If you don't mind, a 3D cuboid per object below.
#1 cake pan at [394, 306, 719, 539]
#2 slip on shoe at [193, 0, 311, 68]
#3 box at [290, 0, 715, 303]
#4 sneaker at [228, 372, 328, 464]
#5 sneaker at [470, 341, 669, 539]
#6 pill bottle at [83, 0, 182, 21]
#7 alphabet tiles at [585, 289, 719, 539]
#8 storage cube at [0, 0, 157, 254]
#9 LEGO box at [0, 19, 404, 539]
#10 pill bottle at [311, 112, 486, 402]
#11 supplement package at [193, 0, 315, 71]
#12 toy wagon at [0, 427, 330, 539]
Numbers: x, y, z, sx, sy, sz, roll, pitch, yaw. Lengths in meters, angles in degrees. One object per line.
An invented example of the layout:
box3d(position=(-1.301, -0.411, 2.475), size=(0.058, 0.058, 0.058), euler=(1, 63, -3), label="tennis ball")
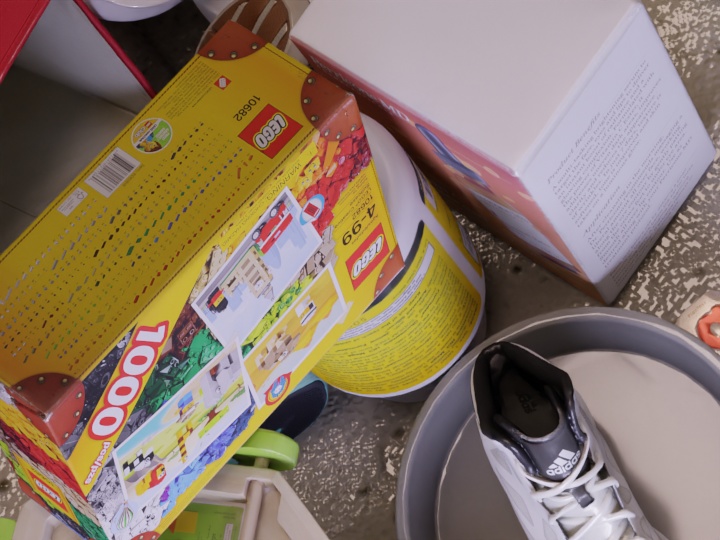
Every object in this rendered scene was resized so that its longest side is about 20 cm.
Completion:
box3d(position=(0.118, 0.119, 1.459), size=(0.199, 0.037, 0.201), euler=(-5, 71, 16), label="cake pan")
box3d(position=(-0.058, -0.076, 1.533), size=(0.200, 0.060, 0.076), euler=(-62, 41, 40), label="slip on shoe")
box3d(position=(0.078, -0.091, 1.468), size=(0.152, 0.200, 0.107), euler=(33, 84, 26), label="box")
box3d(position=(-0.130, 0.072, 1.563), size=(0.200, 0.078, 0.140), euler=(-34, 62, -6), label="sneaker")
box3d(position=(0.103, 0.123, 1.379), size=(0.075, 0.115, 0.201), euler=(-32, 67, 5), label="sneaker")
box3d(position=(-0.140, -0.200, 1.582), size=(0.112, 0.200, 0.114), euler=(-3, 102, -13), label="pill bottle")
box3d(position=(0.207, 0.113, 1.463), size=(0.200, 0.015, 0.196), euler=(-43, 66, 0), label="alphabet tiles")
box3d(position=(-0.239, -0.076, 1.582), size=(0.179, 0.200, 0.171), euler=(23, 74, 27), label="storage cube")
box3d(position=(-0.082, 0.012, 1.275), size=(0.077, 0.149, 0.200), euler=(33, 71, 27), label="LEGO box")
box3d(position=(0.000, 0.000, 1.470), size=(0.112, 0.200, 0.113), euler=(-6, 69, 16), label="pill bottle")
box3d(position=(0.019, -0.188, 1.581), size=(0.113, 0.110, 0.200), euler=(29, 82, 25), label="supplement package")
box3d(position=(-0.112, 0.146, 1.323), size=(0.199, 0.040, 0.156), euler=(5, 68, 15), label="toy wagon")
